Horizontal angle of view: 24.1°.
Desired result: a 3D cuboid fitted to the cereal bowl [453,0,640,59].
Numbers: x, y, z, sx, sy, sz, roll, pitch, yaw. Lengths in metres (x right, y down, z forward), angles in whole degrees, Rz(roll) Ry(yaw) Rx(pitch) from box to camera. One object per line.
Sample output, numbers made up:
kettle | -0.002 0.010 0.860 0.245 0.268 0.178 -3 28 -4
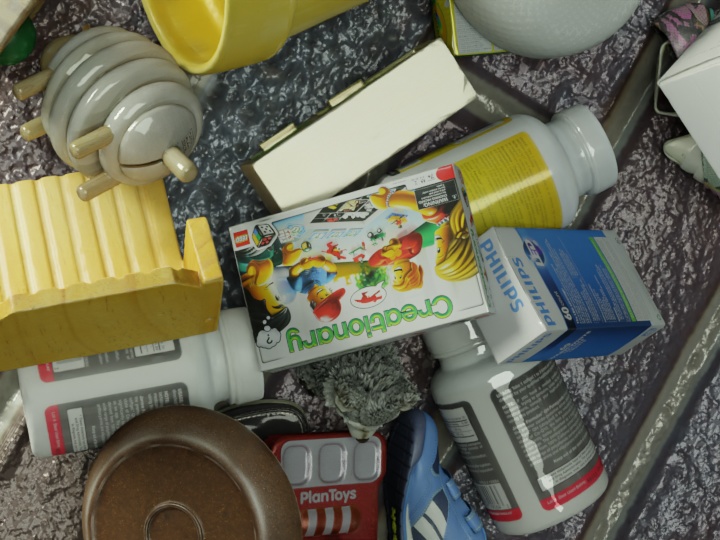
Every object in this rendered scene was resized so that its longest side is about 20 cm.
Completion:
cereal bowl | 0.172 -0.285 1.456 0.200 0.083 0.200 -1 92 -24

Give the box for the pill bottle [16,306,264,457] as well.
pill bottle | -0.187 0.087 1.429 0.200 0.111 0.111 -10 95 -11

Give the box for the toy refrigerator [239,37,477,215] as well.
toy refrigerator | -0.004 -0.124 1.476 0.200 0.076 0.070 -35 99 -8

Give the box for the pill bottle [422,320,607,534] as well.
pill bottle | 0.130 0.122 1.491 0.111 0.111 0.200 -27 98 -10

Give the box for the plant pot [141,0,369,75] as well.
plant pot | -0.071 -0.278 1.403 0.189 0.201 0.201 -15 96 -26

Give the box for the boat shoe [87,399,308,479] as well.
boat shoe | -0.137 0.165 1.466 0.200 0.065 0.072 -14 100 -11

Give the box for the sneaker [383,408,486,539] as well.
sneaker | 0.067 0.218 1.513 0.082 0.074 0.200 -6 102 -12

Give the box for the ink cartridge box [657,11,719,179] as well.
ink cartridge box | 0.375 -0.174 1.506 0.200 0.086 0.146 -45 107 -33

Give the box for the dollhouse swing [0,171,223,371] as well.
dollhouse swing | -0.227 -0.028 1.351 0.200 0.182 0.176 -10 71 -11

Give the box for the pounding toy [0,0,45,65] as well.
pounding toy | -0.310 -0.244 1.363 0.200 0.184 0.142 36 97 -11

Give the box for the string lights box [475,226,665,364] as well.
string lights box | 0.172 0.020 1.455 0.200 0.059 0.103 0 58 -51

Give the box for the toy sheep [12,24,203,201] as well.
toy sheep | -0.199 -0.130 1.390 0.138 0.138 0.200 -40 62 -8

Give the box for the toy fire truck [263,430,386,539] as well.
toy fire truck | -0.070 0.219 1.442 0.200 0.112 0.168 1 90 -31

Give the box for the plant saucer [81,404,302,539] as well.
plant saucer | -0.144 0.209 1.355 0.200 0.034 0.200 2 96 22

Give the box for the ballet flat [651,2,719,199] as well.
ballet flat | 0.308 -0.144 1.554 0.071 0.069 0.200 -13 92 7

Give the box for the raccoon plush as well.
raccoon plush | -0.013 0.046 1.451 0.097 0.134 0.200 -19 96 -11

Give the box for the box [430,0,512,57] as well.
box | 0.116 -0.293 1.501 0.117 0.048 0.200 -7 96 -21

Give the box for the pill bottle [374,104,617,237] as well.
pill bottle | 0.121 -0.070 1.486 0.200 0.112 0.112 -25 98 -10

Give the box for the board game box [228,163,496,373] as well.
board game box | 0.000 0.000 1.393 0.200 0.035 0.126 -16 81 13
